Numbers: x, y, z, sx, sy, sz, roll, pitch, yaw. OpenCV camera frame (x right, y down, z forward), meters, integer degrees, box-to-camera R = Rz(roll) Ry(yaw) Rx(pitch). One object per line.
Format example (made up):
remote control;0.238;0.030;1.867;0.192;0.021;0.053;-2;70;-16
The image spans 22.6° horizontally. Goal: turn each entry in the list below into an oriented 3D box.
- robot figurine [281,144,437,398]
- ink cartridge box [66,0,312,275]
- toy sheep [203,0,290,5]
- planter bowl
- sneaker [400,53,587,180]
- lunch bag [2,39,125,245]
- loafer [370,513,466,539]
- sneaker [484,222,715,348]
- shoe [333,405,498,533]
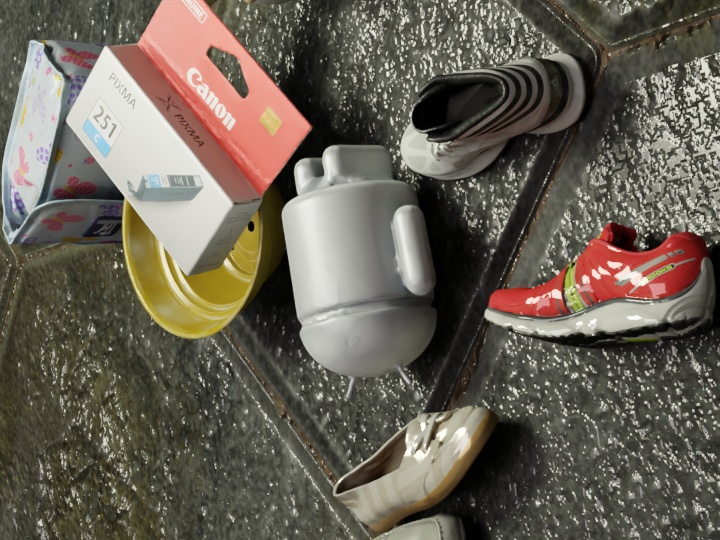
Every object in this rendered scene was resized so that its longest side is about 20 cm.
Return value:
robot figurine;0.000;0.000;1.468;0.169;0.113;0.201;-20;76;54
ink cartridge box;-0.154;-0.127;1.568;0.200;0.045;0.176;50;126;20
toy sheep;-0.078;-0.288;1.539;0.200;0.138;0.138;19;108;58
planter bowl;-0.126;-0.040;1.655;0.200;0.083;0.201;3;94;45
sneaker;0.066;-0.119;1.366;0.200;0.115;0.076;-22;75;53
lunch bag;-0.247;-0.110;1.754;0.127;0.169;0.200;52;130;45
loafer;0.018;0.255;1.493;0.200;0.070;0.070;-47;41;44
sneaker;0.172;0.010;1.282;0.200;0.077;0.085;-7;76;47
shoe;0.042;0.157;1.452;0.200;0.053;0.070;-44;13;49
